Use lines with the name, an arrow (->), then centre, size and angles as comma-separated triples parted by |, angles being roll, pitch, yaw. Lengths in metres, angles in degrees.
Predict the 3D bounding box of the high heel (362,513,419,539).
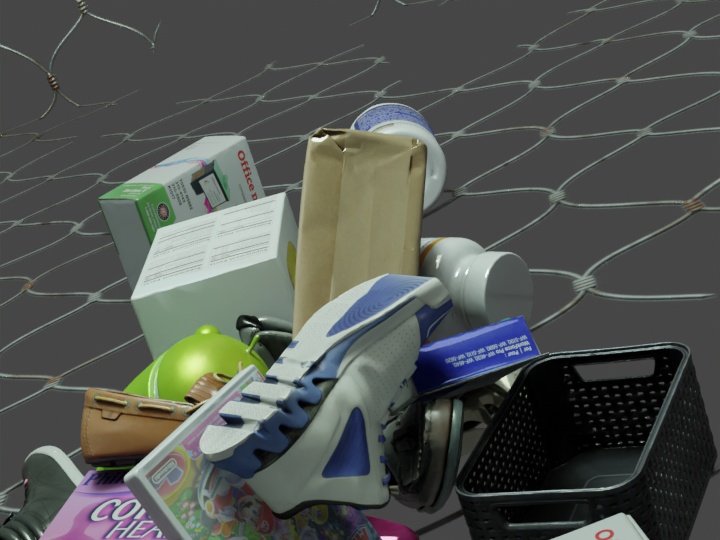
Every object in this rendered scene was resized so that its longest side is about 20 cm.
high heel -> -0.053, 0.188, 1.139 | 0.199, 0.097, 0.067 | -8, 22, 27

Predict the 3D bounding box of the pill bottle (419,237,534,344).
pill bottle -> 0.064, 0.024, 1.441 | 0.199, 0.112, 0.111 | 0, 27, 42

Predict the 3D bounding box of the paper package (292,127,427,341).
paper package -> 0.000, 0.000, 1.284 | 0.103, 0.192, 0.200 | 5, -13, 1

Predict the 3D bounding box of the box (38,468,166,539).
box -> -0.154, 0.239, 1.055 | 0.175, 0.097, 0.200 | -7, 31, 31

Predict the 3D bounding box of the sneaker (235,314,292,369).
sneaker -> -0.116, 0.101, 1.394 | 0.199, 0.116, 0.075 | -20, 20, -5

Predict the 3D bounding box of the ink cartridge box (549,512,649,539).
ink cartridge box -> 0.100, 0.240, 0.883 | 0.199, 0.085, 0.145 | -21, 20, -2

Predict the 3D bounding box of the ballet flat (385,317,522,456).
ballet flat -> 0.095, 0.115, 1.260 | 0.071, 0.069, 0.200 | 26, 49, 38

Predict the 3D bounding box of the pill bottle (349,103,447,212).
pill bottle -> 0.041, -0.148, 1.902 | 0.119, 0.120, 0.200 | -18, 20, 2

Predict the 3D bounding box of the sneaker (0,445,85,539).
sneaker -> -0.290, 0.217, 1.311 | 0.099, 0.071, 0.200 | -23, 24, -25

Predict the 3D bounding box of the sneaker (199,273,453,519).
sneaker -> -0.008, 0.099, 1.029 | 0.199, 0.115, 0.080 | -42, 24, -21

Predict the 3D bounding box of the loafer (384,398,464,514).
loafer -> 0.037, 0.141, 1.098 | 0.063, 0.072, 0.200 | 8, -21, 0

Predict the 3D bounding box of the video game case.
video game case -> -0.057, 0.181, 1.021 | 0.018, 0.200, 0.143 | -31, 8, 41

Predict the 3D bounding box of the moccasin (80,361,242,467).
moccasin -> -0.113, 0.107, 1.121 | 0.200, 0.078, 0.074 | -4, -8, 17

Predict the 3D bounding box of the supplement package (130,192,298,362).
supplement package -> -0.127, 0.038, 1.516 | 0.150, 0.152, 0.200 | -16, 20, 6

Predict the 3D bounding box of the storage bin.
storage bin -> 0.166, 0.143, 1.067 | 0.135, 0.094, 0.200 | -7, 24, 28

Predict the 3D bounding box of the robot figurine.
robot figurine -> -0.149, 0.131, 1.279 | 0.200, 0.115, 0.176 | -42, 25, 39

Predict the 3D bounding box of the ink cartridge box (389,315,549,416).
ink cartridge box -> 0.074, 0.073, 1.136 | 0.099, 0.039, 0.200 | -16, -7, -9

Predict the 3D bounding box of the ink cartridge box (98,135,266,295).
ink cartridge box -> -0.214, -0.067, 1.880 | 0.084, 0.145, 0.200 | 2, 28, 43
